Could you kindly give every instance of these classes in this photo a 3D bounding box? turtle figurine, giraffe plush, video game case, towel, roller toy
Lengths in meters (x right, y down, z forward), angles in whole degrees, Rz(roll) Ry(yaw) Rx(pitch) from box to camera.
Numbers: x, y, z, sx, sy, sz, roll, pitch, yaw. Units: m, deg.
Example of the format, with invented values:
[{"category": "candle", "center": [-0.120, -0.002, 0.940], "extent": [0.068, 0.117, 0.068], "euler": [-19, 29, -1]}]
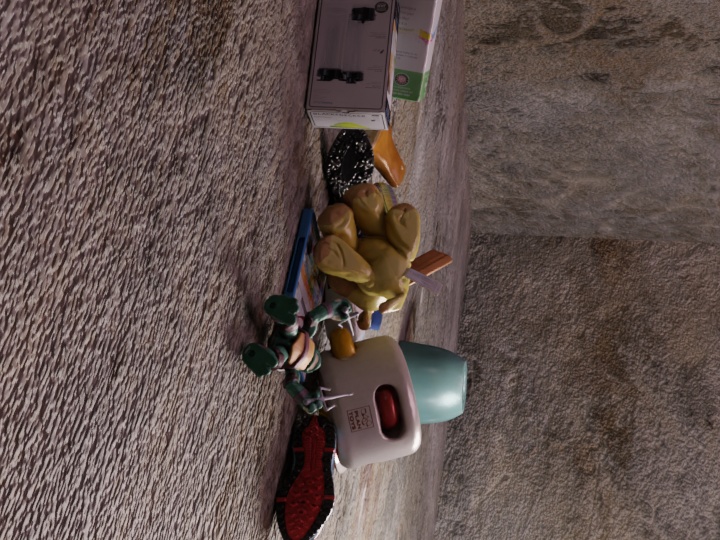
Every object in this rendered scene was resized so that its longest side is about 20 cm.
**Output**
[{"category": "turtle figurine", "center": [-0.073, 0.101, 1.322], "extent": [0.200, 0.100, 0.151], "euler": [37, 57, -63]}, {"category": "giraffe plush", "center": [0.013, -0.005, 1.559], "extent": [0.173, 0.200, 0.162], "euler": [-44, 177, -24]}, {"category": "video game case", "center": [-0.080, 0.035, 1.495], "extent": [0.143, 0.018, 0.201], "euler": [78, 18, -52]}, {"category": "towel", "center": [0.058, -0.083, 1.854], "extent": [0.200, 0.023, 0.144], "euler": [-22, 94, -80]}, {"category": "roller toy", "center": [0.005, 0.198, 1.595], "extent": [0.201, 0.139, 0.183], "euler": [86, -12, -51]}]

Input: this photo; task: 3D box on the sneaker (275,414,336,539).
[{"category": "sneaker", "center": [-0.065, 0.307, 1.486], "extent": [0.096, 0.079, 0.201], "euler": [85, 13, -46]}]

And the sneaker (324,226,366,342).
[{"category": "sneaker", "center": [-0.020, 0.026, 1.678], "extent": [0.072, 0.071, 0.201], "euler": [20, 75, -80]}]

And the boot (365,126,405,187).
[{"category": "boot", "center": [0.035, -0.198, 1.820], "extent": [0.202, 0.070, 0.144], "euler": [-84, 151, -56]}]

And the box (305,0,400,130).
[{"category": "box", "center": [-0.009, -0.306, 1.525], "extent": [0.060, 0.116, 0.201], "euler": [69, 24, -71]}]

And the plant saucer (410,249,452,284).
[{"category": "plant saucer", "center": [0.068, 0.014, 1.884], "extent": [0.038, 0.199, 0.200], "euler": [63, 12, 0]}]

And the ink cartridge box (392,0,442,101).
[{"category": "ink cartridge box", "center": [0.044, -0.374, 1.627], "extent": [0.088, 0.144, 0.201], "euler": [-55, 155, -71]}]

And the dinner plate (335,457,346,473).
[{"category": "dinner plate", "center": [-0.018, 0.259, 1.882], "extent": [0.200, 0.024, 0.202], "euler": [2, 90, -79]}]

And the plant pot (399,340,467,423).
[{"category": "plant pot", "center": [0.170, 0.271, 2.530], "extent": [0.201, 0.160, 0.202], "euler": [2, 90, -79]}]

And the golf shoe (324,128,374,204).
[{"category": "golf shoe", "center": [-0.017, -0.156, 1.667], "extent": [0.095, 0.077, 0.201], "euler": [-91, -177, -47]}]

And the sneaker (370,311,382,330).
[{"category": "sneaker", "center": [0.000, 0.000, 1.734], "extent": [0.070, 0.077, 0.201], "euler": [-164, -103, -81]}]
